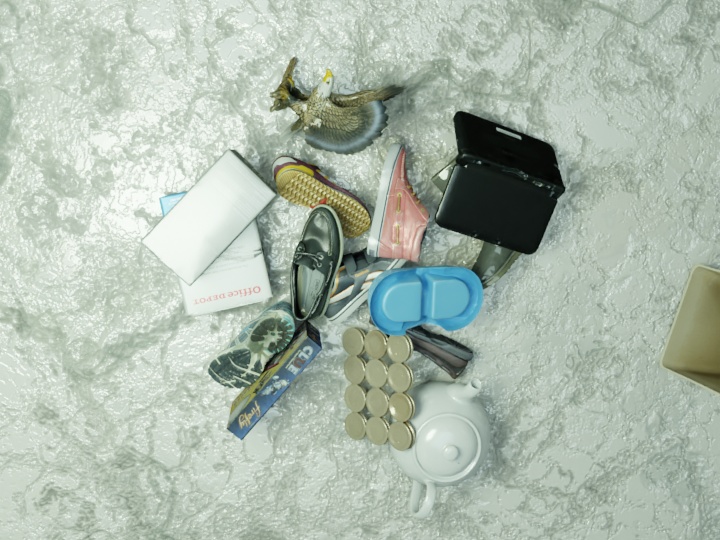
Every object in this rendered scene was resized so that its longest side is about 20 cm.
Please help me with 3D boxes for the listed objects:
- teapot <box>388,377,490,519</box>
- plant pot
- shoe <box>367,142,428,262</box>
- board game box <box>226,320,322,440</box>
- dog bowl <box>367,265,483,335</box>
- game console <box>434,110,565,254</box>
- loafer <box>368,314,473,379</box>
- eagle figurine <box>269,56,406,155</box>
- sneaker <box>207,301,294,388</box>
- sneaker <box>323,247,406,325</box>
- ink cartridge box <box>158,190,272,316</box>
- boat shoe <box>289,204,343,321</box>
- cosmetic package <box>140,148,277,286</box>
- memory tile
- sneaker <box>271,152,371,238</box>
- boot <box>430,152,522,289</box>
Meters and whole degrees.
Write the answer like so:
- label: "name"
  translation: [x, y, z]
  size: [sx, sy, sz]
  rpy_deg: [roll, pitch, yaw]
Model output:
- label: "teapot"
  translation: [0.140, 0.297, 1.395]
  size: [0.197, 0.146, 0.200]
  rpy_deg: [-24, 100, -1]
- label: "plant pot"
  translation: [0.682, 0.122, 1.406]
  size: [0.177, 0.200, 0.200]
  rpy_deg: [15, 97, -20]
- label: "shoe"
  translation: [0.074, -0.112, 1.343]
  size: [0.091, 0.071, 0.201]
  rpy_deg: [10, 75, 5]
- label: "board game box"
  translation: [-0.144, 0.180, 1.358]
  size: [0.035, 0.136, 0.200]
  rpy_deg: [41, 93, -9]
- label: "dog bowl"
  translation: [0.103, 0.044, 1.343]
  size: [0.199, 0.050, 0.112]
  rpy_deg: [-4, 107, -17]
- label: "game console"
  translation: [0.227, -0.148, 1.355]
  size: [0.199, 0.176, 0.116]
  rpy_deg: [16, 136, -20]
- label: "loafer"
  translation: [0.100, 0.131, 1.408]
  size: [0.200, 0.072, 0.063]
  rpy_deg: [24, 100, -11]
- label: "eagle figurine"
  translation: [-0.043, -0.261, 1.295]
  size: [0.199, 0.151, 0.152]
  rpy_deg: [19, 85, 0]
- label: "sneaker"
  translation: [-0.179, 0.127, 1.381]
  size: [0.200, 0.086, 0.078]
  rpy_deg: [-38, 109, 24]
- label: "sneaker"
  translation: [0.000, 0.000, 1.373]
  size: [0.200, 0.078, 0.079]
  rpy_deg: [-44, 105, 3]
- label: "ink cartridge box"
  translation: [-0.237, -0.040, 1.342]
  size: [0.145, 0.084, 0.201]
  rpy_deg: [-12, 98, -5]
- label: "boat shoe"
  translation: [-0.080, -0.007, 1.314]
  size: [0.074, 0.066, 0.200]
  rpy_deg: [23, 114, 19]
- label: "cosmetic package"
  translation: [-0.232, -0.083, 1.254]
  size: [0.200, 0.090, 0.107]
  rpy_deg: [-44, 99, 3]
- label: "memory tile"
  translation: [0.031, 0.200, 1.381]
  size: [0.017, 0.153, 0.201]
  rpy_deg: [-4, 95, -49]
- label: "sneaker"
  translation: [-0.062, -0.131, 1.354]
  size: [0.075, 0.090, 0.200]
  rpy_deg: [-42, 127, 19]
- label: "boot"
  translation: [0.194, -0.089, 1.382]
  size: [0.200, 0.073, 0.182]
  rpy_deg: [46, 78, -16]
